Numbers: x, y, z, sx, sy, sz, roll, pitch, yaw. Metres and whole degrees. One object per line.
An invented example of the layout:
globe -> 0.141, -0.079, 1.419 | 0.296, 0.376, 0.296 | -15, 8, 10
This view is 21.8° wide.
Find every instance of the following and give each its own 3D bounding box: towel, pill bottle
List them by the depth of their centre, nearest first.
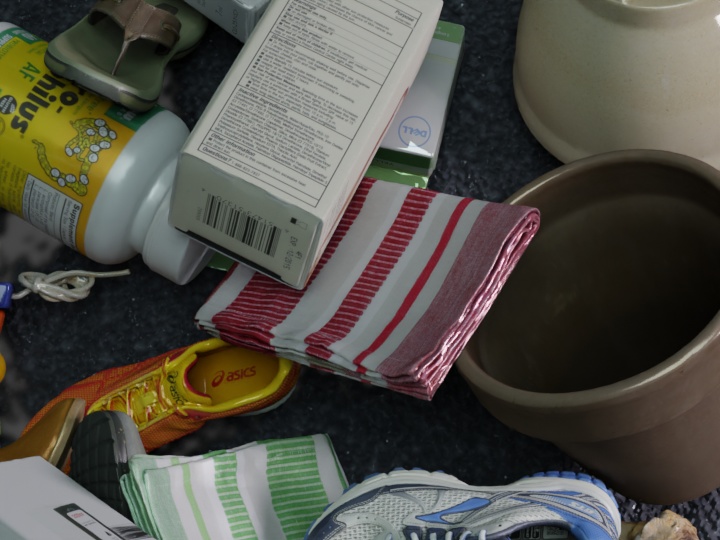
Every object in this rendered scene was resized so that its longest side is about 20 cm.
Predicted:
towel -> -0.054, 0.174, 1.154 | 0.023, 0.200, 0.153 | -33, 73, 30
towel -> 0.000, 0.000, 1.183 | 0.199, 0.023, 0.144 | 13, 58, 39
pill bottle -> -0.184, -0.074, 1.255 | 0.199, 0.113, 0.113 | 30, 75, 10

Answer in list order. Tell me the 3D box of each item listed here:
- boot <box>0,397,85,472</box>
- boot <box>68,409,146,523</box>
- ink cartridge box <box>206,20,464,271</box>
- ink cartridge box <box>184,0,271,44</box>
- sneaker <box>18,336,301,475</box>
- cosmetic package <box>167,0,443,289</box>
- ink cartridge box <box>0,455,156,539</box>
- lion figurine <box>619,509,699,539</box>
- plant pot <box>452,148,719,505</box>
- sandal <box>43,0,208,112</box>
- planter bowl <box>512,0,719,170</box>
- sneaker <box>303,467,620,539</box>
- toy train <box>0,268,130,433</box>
boot -> -0.275, 0.136, 1.188 | 0.144, 0.071, 0.202 | 31, 101, 0
boot -> -0.102, 0.173, 1.181 | 0.130, 0.068, 0.201 | -15, 91, -37
ink cartridge box -> -0.019, -0.087, 1.295 | 0.145, 0.048, 0.201 | 13, 72, 4
ink cartridge box -> -0.079, -0.274, 1.325 | 0.176, 0.045, 0.200 | 37, 60, 15
sneaker -> -0.137, 0.082, 1.228 | 0.199, 0.077, 0.073 | -24, 75, -2
cosmetic package -> -0.034, -0.102, 1.199 | 0.103, 0.087, 0.201 | 26, 57, 4
ink cartridge box -> -0.167, 0.217, 1.066 | 0.199, 0.084, 0.147 | 27, 110, 35
lion figurine -> 0.150, 0.221, 1.147 | 0.072, 0.200, 0.123 | 34, 110, 14
plant pot -> 0.174, 0.052, 1.172 | 0.199, 0.175, 0.201 | -18, 45, 18
sandal -> -0.152, -0.164, 1.252 | 0.079, 0.201, 0.058 | 24, 119, -1
planter bowl -> 0.196, -0.175, 1.246 | 0.199, 0.135, 0.201 | -5, 55, 7
sneaker -> 0.062, 0.166, 1.127 | 0.199, 0.085, 0.078 | -8, 109, 0
toy train -> -0.252, 0.059, 1.241 | 0.198, 0.085, 0.117 | -1, 89, -7
